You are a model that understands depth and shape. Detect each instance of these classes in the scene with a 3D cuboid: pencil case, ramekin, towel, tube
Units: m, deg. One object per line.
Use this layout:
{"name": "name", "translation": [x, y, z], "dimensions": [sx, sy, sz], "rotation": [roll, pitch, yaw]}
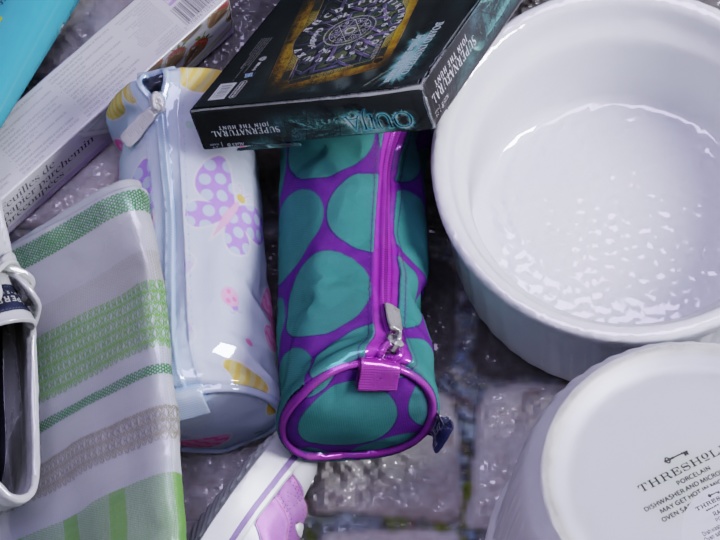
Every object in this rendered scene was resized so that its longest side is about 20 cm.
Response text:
{"name": "pencil case", "translation": [0.000, 0.000, 1.459], "dimensions": [0.085, 0.092, 0.200], "rotation": [19, 47, -23]}
{"name": "ramekin", "translation": [0.136, -0.036, 1.490], "dimensions": [0.200, 0.098, 0.201], "rotation": [-1, 64, 2]}
{"name": "towel", "translation": [-0.152, 0.068, 1.440], "dimensions": [0.149, 0.031, 0.201], "rotation": [-28, 58, 35]}
{"name": "pencil case", "translation": [-0.086, -0.006, 1.486], "dimensions": [0.083, 0.091, 0.201], "rotation": [-6, 66, -1]}
{"name": "tube", "translation": [-0.203, -0.102, 1.533], "dimensions": [0.050, 0.077, 0.200], "rotation": [44, 50, -25]}
{"name": "ramekin", "translation": [0.161, 0.128, 1.388], "dimensions": [0.199, 0.105, 0.201], "rotation": [2, 53, -2]}

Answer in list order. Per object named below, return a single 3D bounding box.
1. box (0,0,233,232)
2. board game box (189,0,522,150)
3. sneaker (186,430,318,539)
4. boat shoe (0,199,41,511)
{"name": "box", "translation": [-0.152, -0.088, 1.554], "dimensions": [0.041, 0.039, 0.200], "rotation": [40, 72, 19]}
{"name": "board game box", "translation": [0.012, -0.129, 1.498], "dimensions": [0.135, 0.028, 0.200], "rotation": [-3, 32, 29]}
{"name": "sneaker", "translation": [-0.049, 0.179, 1.421], "dimensions": [0.114, 0.073, 0.201], "rotation": [33, 63, -5]}
{"name": "boat shoe", "translation": [-0.186, 0.020, 1.417], "dimensions": [0.065, 0.073, 0.201], "rotation": [-8, 89, 42]}
